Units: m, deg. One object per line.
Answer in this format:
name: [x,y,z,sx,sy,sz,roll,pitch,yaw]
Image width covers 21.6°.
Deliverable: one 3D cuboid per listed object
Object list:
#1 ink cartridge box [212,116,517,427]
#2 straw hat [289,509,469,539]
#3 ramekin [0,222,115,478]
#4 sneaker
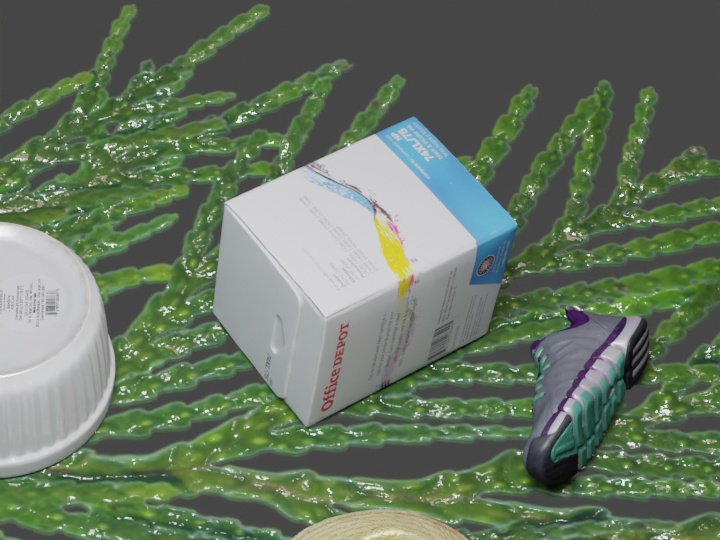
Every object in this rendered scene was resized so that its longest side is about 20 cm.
ink cartridge box: [0.000,0.000,1.568,0.199,0.147,0.146,-26,58,-28]
straw hat: [0.023,0.236,1.408,0.199,0.085,0.202,5,48,-5]
ramekin: [-0.294,0.054,1.500,0.198,0.106,0.201,5,48,-5]
sneaker: [0.166,0.102,1.572,0.087,0.075,0.200,16,39,27]
